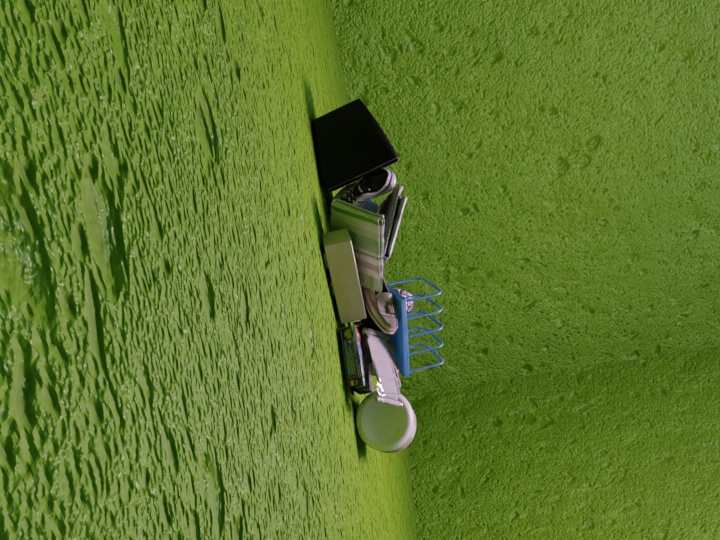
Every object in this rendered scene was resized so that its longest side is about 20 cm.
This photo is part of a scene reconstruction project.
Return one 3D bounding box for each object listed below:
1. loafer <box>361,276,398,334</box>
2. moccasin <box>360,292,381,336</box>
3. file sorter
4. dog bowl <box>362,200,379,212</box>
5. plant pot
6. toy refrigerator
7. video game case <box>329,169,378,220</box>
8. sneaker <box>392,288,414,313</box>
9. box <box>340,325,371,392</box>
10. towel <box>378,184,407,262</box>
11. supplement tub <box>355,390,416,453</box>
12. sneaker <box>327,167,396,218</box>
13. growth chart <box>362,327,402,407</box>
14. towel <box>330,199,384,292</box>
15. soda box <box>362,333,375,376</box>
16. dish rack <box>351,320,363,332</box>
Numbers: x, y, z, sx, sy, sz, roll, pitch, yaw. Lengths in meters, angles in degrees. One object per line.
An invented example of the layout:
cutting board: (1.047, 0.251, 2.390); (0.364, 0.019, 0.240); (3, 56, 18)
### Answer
loafer: (0.045, 0.059, 1.647); (0.071, 0.063, 0.201); (14, 37, -41)
moccasin: (-0.013, 0.076, 1.707); (0.201, 0.068, 0.080); (57, 12, 19)
file sorter: (0.132, 0.134, 1.721); (0.139, 0.121, 0.203); (-143, -135, -63)
dog bowl: (-0.003, -0.098, 1.803); (0.112, 0.049, 0.203); (111, 0, -71)
plant pot: (-0.024, -0.327, 1.764); (0.200, 0.197, 0.180); (-63, 130, -82)
toy refrigerator: (-0.040, 0.014, 1.579); (0.076, 0.069, 0.203); (-106, -175, -63)
video game case: (-0.005, -0.202, 1.867); (0.023, 0.182, 0.200); (45, 7, -2)
sneaker: (0.045, 0.080, 1.812); (0.089, 0.196, 0.078); (-137, -134, -74)
box: (-0.008, 0.219, 1.641); (0.200, 0.039, 0.139); (65, 16, -74)
towel: (0.066, -0.104, 1.756); (0.193, 0.034, 0.203); (139, -36, -74)
supplement tub: (0.068, 0.382, 1.716); (0.200, 0.142, 0.147); (68, 14, -72)
sneaker: (-0.005, -0.200, 1.716); (0.076, 0.199, 0.088); (58, 7, 9)
growth chart: (0.056, 0.228, 1.616); (0.144, 0.018, 0.203); (34, 38, -51)
towel: (-0.005, -0.058, 1.597); (0.031, 0.148, 0.203); (-36, 137, -41)
soda box: (0.044, 0.176, 1.828); (0.069, 0.062, 0.202); (69, 37, -48)
dish rack: (-0.008, 0.091, 1.929); (0.153, 0.054, 0.203); (63, 17, -80)
